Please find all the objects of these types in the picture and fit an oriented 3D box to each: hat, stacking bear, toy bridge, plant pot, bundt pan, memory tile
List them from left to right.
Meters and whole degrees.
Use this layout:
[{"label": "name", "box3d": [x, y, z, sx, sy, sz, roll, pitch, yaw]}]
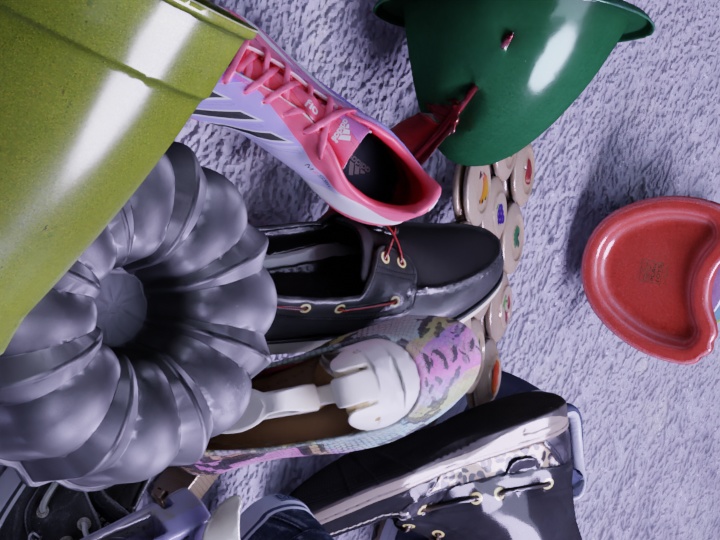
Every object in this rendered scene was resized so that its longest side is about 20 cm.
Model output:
[{"label": "plant pot", "box3d": [-0.179, -0.071, 0.947, 0.200, 0.200, 0.193, 19, 101, -55]}, {"label": "bundt pan", "box3d": [-0.124, 0.018, 1.084, 0.201, 0.076, 0.203, -1, 91, -38]}, {"label": "toy bridge", "box3d": [-0.083, 0.194, 1.308, 0.067, 0.027, 0.200, -52, 140, -22]}, {"label": "memory tile", "box3d": [0.083, -0.015, 1.384, 0.153, 0.017, 0.201, 48, 50, -64]}, {"label": "hat", "box3d": [0.077, -0.072, 1.273, 0.165, 0.200, 0.177, 10, 84, -44]}, {"label": "stacking bear", "box3d": [0.255, -0.003, 1.611, 0.200, 0.113, 0.122, -6, 108, -64]}]

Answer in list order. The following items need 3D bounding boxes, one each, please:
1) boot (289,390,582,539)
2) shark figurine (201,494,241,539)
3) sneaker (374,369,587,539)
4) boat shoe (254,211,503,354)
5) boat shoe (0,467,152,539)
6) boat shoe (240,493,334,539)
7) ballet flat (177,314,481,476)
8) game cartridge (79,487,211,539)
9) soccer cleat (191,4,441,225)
[{"label": "boot", "box3d": [0.060, 0.178, 1.372, 0.200, 0.073, 0.151, -21, 108, -13]}, {"label": "shark figurine", "box3d": [-0.032, 0.191, 1.157, 0.214, 0.089, 0.129, 12, 91, -12]}, {"label": "sneaker", "box3d": [0.086, 0.168, 1.453, 0.070, 0.108, 0.200, 35, 76, -53]}, {"label": "boat shoe", "box3d": [0.001, 0.002, 1.243, 0.201, 0.074, 0.063, -8, 140, -24]}, {"label": "boat shoe", "box3d": [-0.159, 0.131, 1.147, 0.071, 0.064, 0.200, 44, 69, -52]}, {"label": "boat shoe", "box3d": [-0.079, 0.234, 1.243, 0.071, 0.091, 0.200, 32, 94, -41]}, {"label": "ballet flat", "box3d": [-0.028, 0.074, 1.200, 0.071, 0.199, 0.069, 29, 46, -79]}, {"label": "game cartridge", "box3d": [-0.174, 0.201, 1.111, 0.200, 0.038, 0.130, -25, 146, -35]}, {"label": "soccer cleat", "box3d": [-0.039, -0.090, 1.164, 0.200, 0.076, 0.067, 37, 74, -30]}]
